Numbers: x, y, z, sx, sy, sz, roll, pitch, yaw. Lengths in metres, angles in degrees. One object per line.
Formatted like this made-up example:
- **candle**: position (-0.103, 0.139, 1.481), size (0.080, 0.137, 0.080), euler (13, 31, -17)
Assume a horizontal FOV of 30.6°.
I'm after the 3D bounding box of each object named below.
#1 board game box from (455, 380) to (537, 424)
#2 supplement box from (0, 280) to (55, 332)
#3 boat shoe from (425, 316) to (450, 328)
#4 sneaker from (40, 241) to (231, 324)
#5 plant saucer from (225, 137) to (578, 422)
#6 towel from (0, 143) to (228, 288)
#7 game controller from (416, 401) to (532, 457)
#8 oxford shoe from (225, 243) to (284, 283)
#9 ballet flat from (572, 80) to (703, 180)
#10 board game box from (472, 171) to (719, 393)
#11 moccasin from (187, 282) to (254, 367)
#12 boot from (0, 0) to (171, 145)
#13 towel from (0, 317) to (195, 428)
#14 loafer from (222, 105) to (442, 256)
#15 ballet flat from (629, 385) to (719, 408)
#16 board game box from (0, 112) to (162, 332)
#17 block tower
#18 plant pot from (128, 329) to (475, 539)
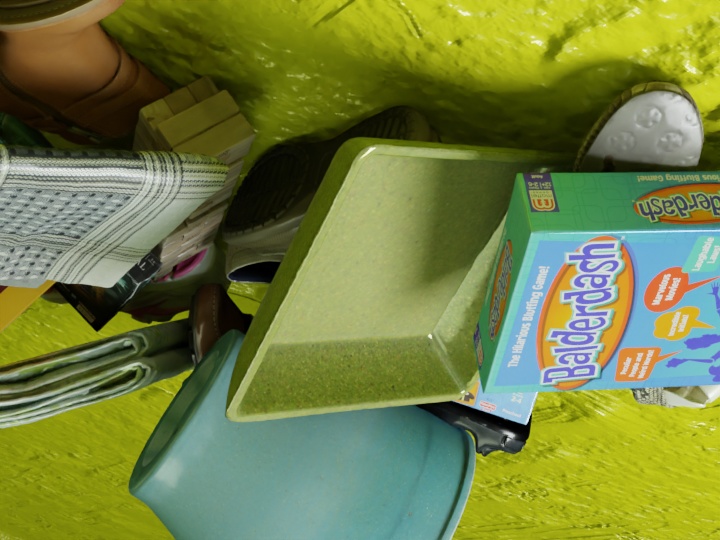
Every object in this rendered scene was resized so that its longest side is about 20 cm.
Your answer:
- **board game box**: position (0.029, 0.057, 1.010), size (0.198, 0.037, 0.151), euler (19, -175, -3)
- **supplement box**: position (-0.344, -0.022, 0.957), size (0.200, 0.133, 0.197), euler (50, 151, -11)
- **boat shoe**: position (0.102, 0.047, 0.916), size (0.198, 0.057, 0.069), euler (4, 157, -22)
- **sneaker**: position (-0.187, 0.005, 1.069), size (0.198, 0.082, 0.088), euler (2, 151, 32)
- **plant saucer**: position (0.025, -0.003, 0.781), size (0.198, 0.048, 0.201), euler (-1, 131, -40)
- **towel**: position (-0.204, -0.024, 0.777), size (0.191, 0.035, 0.199), euler (-1, 163, -38)
- **game controller**: position (0.089, 0.110, 1.076), size (0.104, 0.042, 0.200), euler (32, -176, 7)
- **oxford shoe**: position (0.000, 0.000, 0.934), size (0.198, 0.075, 0.071), euler (10, 153, 13)
- **ballet flat**: position (0.152, -0.040, 0.764), size (0.067, 0.047, 0.201), euler (6, 142, 4)
- **board game box**: position (0.174, 0.009, 0.750), size (0.198, 0.045, 0.153), euler (-1, 142, -7)
- **moccasin**: position (-0.075, 0.085, 1.040), size (0.077, 0.074, 0.202), euler (-14, 127, 18)
- **boot**: position (-0.164, -0.133, 0.778), size (0.198, 0.074, 0.154), euler (-2, 156, 39)
- **towel**: position (-0.210, 0.080, 1.012), size (0.169, 0.049, 0.200), euler (-14, 180, 7)
- **loafer**: position (-0.016, -0.044, 0.850), size (0.067, 0.077, 0.199), euler (37, 150, -29)
- **ballet flat**: position (0.217, 0.053, 0.902), size (0.075, 0.068, 0.200), euler (32, 164, 31)
- **board game box**: position (-0.234, -0.051, 0.946), size (0.200, 0.028, 0.135), euler (47, 151, -6)
- **block tower**: position (-0.122, -0.059, 0.892), size (0.054, 0.058, 0.200), euler (56, 155, 9)
- **plant pot**: position (-0.051, 0.146, 0.925), size (0.187, 0.201, 0.200), euler (35, 153, -11)
